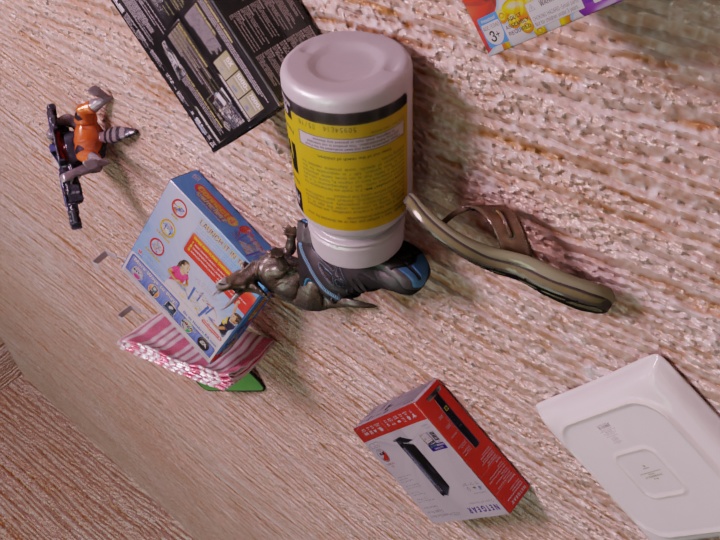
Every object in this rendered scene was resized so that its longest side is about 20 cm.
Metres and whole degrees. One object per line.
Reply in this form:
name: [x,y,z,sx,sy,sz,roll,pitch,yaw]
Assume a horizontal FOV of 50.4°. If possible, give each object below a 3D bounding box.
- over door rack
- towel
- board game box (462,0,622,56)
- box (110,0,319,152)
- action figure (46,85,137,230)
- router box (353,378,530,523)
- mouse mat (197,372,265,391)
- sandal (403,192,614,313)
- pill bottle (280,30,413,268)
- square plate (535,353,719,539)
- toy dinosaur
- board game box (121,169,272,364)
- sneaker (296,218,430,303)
over door rack: [-0.342,0.032,1.312,0.199,0.067,0.148,9,135,20]
towel: [-0.250,0.110,1.182,0.199,0.146,0.030,19,117,15]
board game box: [0.093,-0.247,0.433,0.103,0.105,0.200,-8,118,54]
box: [-0.141,-0.241,0.756,0.200,0.086,0.164,56,149,-12]
action figure: [-0.412,-0.169,1.171,0.193,0.104,0.201,-8,93,60]
router box: [0.099,0.245,1.011,0.180,0.049,0.200,49,149,1]
mouse mat: [-0.276,0.155,1.355,0.161,0.008,0.200,-6,133,34]
sandal: [0.131,-0.024,0.675,0.200,0.057,0.080,25,-178,9]
pill bottle: [-0.007,-0.104,0.706,0.114,0.114,0.200,30,143,30]
square plate: [0.282,0.187,0.735,0.198,0.028,0.200,47,149,3]
toy dinosaur: [-0.076,0.011,0.958,0.199,0.077,0.102,15,134,-8]
board game box: [-0.223,-0.002,1.083,0.200,0.056,0.196,46,126,6]
sneaker: [0.000,0.000,0.832,0.200,0.073,0.082,23,110,50]
